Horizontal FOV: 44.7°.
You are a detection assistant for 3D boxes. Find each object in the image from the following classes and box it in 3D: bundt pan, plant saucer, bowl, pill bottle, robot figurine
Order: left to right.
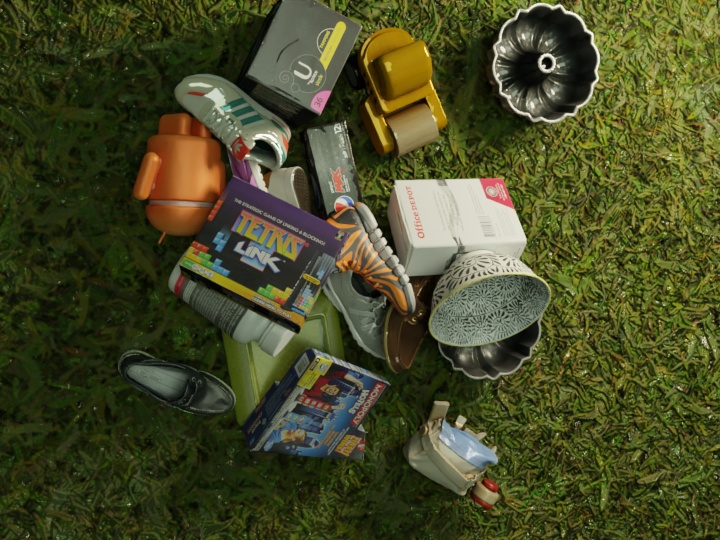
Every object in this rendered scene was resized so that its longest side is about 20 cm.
[{"bbox_3d":[-0.277,-0.140,1.358,0.116,0.144,0.200,2,93,3],"label":"robot figurine"},{"bbox_3d":[-0.190,0.043,1.366,0.200,0.111,0.111,37,83,6],"label":"pill bottle"},{"bbox_3d":[-0.119,0.147,1.453,0.199,0.048,0.200,-10,96,-14],"label":"plant saucer"},{"bbox_3d":[0.210,0.086,1.521,0.201,0.076,0.202,-1,93,-14],"label":"bundt pan"},{"bbox_3d":[0.195,0.030,1.408,0.200,0.201,0.094,-4,54,-15],"label":"bowl"},{"bbox_3d":[0.306,-0.351,1.513,0.201,0.076,0.202,-1,93,-15],"label":"bundt pan"}]

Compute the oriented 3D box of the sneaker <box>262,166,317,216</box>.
[{"bbox_3d":[-0.116,-0.072,1.442,0.085,0.073,0.200,-2,109,26],"label":"sneaker"}]

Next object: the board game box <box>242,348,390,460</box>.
[{"bbox_3d":[-0.053,0.229,1.425,0.200,0.062,0.200,25,109,-32],"label":"board game box"}]

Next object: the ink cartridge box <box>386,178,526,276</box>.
[{"bbox_3d":[0.155,-0.074,1.460,0.200,0.083,0.145,-3,54,-14],"label":"ink cartridge box"}]

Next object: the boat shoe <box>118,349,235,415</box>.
[{"bbox_3d":[-0.291,0.185,1.398,0.199,0.066,0.075,30,88,-14],"label":"boat shoe"}]

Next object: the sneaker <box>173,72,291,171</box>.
[{"bbox_3d":[-0.191,-0.219,1.321,0.200,0.094,0.070,29,128,-29],"label":"sneaker"}]

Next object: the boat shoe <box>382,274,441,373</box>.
[{"bbox_3d":[0.087,0.074,1.432,0.072,0.067,0.200,50,44,-41],"label":"boat shoe"}]

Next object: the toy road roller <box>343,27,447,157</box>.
[{"bbox_3d":[0.065,-0.293,1.424,0.123,0.146,0.200,-25,99,-12],"label":"toy road roller"}]

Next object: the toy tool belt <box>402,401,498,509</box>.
[{"bbox_3d":[0.179,0.315,1.505,0.200,0.125,0.123,32,93,-15],"label":"toy tool belt"}]

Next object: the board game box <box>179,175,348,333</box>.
[{"bbox_3d":[-0.142,-0.024,1.307,0.200,0.057,0.166,26,71,2],"label":"board game box"}]

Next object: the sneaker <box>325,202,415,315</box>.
[{"bbox_3d":[0.000,0.000,1.389,0.112,0.078,0.200,-29,81,-13],"label":"sneaker"}]

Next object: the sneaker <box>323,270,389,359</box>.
[{"bbox_3d":[0.018,0.068,1.454,0.200,0.082,0.075,49,45,-12],"label":"sneaker"}]

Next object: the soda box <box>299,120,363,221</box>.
[{"bbox_3d":[-0.042,-0.141,1.448,0.071,0.063,0.200,-15,97,-13],"label":"soda box"}]

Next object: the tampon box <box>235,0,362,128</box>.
[{"bbox_3d":[-0.104,-0.321,1.350,0.126,0.200,0.150,26,87,-15],"label":"tampon box"}]

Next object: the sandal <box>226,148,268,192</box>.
[{"bbox_3d":[-0.187,-0.124,1.400,0.050,0.082,0.203,-13,83,-37],"label":"sandal"}]
